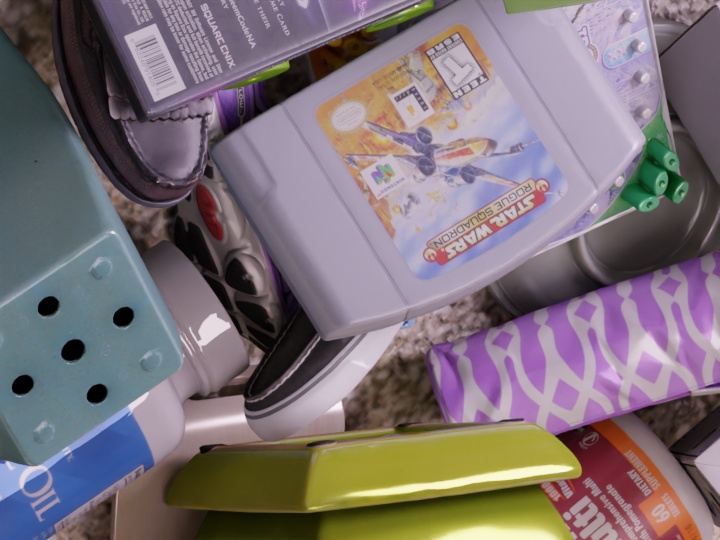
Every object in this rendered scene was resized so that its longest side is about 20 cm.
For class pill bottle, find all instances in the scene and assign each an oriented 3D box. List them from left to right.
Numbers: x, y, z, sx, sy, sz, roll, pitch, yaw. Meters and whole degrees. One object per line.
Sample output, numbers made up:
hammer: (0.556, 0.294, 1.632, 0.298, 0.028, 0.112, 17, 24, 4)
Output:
pill bottle: (-0.162, 0.071, 1.469, 0.199, 0.112, 0.113, -35, 128, -12)
pill bottle: (0.106, 0.179, 1.692, 0.200, 0.110, 0.110, -38, 128, -9)

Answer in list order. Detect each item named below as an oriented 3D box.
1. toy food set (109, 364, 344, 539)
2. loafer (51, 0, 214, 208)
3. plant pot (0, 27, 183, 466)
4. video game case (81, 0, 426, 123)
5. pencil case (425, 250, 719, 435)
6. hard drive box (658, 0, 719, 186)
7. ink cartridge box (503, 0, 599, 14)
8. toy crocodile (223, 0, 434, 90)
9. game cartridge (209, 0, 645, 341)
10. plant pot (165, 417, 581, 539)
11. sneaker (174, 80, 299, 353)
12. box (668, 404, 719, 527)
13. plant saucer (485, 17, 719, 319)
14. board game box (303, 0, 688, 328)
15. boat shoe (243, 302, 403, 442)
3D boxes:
toy food set: (-0.089, 0.154, 1.600, 0.143, 0.060, 0.202, -5, 109, -29)
loafer: (-0.109, -0.133, 1.354, 0.071, 0.063, 0.201, -5, 76, -34)
plant pot: (-0.177, -0.006, 1.362, 0.141, 0.200, 0.142, -34, 127, -12)
video game case: (-0.048, -0.173, 1.349, 0.199, 0.019, 0.144, -25, 88, -24)
pencil case: (0.136, 0.055, 1.620, 0.199, 0.086, 0.084, -18, 172, 10)
hard drive box: (0.283, -0.071, 1.599, 0.155, 0.201, 0.077, -24, 168, -34)
ink cartridge box: (0.095, -0.243, 1.393, 0.117, 0.067, 0.201, -50, 128, -57)
toy crocodile: (-0.028, -0.140, 1.424, 0.199, 0.062, 0.068, -21, 87, -3)
game cartridge: (0.040, -0.056, 1.440, 0.199, 0.134, 0.042, -31, 169, -13)
plant pot: (0.009, 0.176, 1.507, 0.199, 0.199, 0.183, -5, 89, -29)
sneaker: (-0.052, -0.038, 1.504, 0.083, 0.080, 0.201, -32, 129, -26)
box: (0.248, 0.100, 1.683, 0.116, 0.200, 0.060, -40, 87, 0)
plant saucer: (0.158, -0.045, 1.645, 0.199, 0.050, 0.201, -15, 122, -25)
board game box: (0.078, -0.086, 1.531, 0.199, 0.026, 0.201, -24, 123, -14)
boat shoe: (0.000, 0.000, 1.479, 0.057, 0.069, 0.200, 45, 80, -22)
